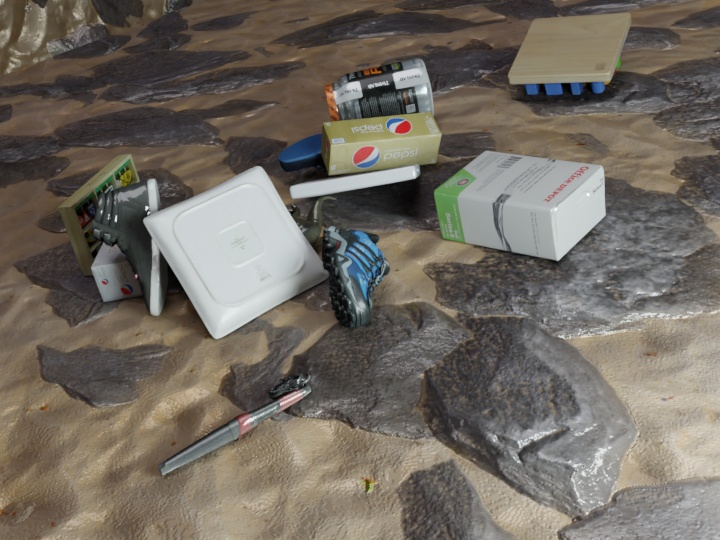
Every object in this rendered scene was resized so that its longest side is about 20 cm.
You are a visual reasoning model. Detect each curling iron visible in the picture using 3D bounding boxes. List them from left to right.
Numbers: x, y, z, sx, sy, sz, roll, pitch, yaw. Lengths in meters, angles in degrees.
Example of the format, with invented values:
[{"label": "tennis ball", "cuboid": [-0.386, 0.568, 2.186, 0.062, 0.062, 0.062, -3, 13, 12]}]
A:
[{"label": "curling iron", "cuboid": [-0.139, 0.176, 1.020, 0.199, 0.026, 0.049, -32, 13, -22]}]

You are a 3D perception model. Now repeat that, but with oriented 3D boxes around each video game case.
[{"label": "video game case", "cuboid": [-0.004, -0.147, 1.465, 0.198, 0.024, 0.182, -9, 7, 7]}]

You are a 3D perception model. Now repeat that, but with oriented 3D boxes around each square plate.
[{"label": "square plate", "cuboid": [-0.169, -0.034, 1.258, 0.199, 0.199, 0.028, -29, -10, -27]}]

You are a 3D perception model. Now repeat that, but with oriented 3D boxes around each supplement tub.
[{"label": "supplement tub", "cuboid": [0.035, -0.330, 1.736, 0.198, 0.124, 0.123, -13, 29, 0]}]

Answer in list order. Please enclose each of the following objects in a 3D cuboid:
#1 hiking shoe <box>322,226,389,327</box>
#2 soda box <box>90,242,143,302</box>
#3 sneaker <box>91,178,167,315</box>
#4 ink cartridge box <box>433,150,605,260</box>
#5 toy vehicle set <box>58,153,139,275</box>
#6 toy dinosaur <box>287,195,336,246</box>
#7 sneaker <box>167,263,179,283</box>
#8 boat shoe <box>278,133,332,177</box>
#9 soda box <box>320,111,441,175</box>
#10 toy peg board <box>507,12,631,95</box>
[{"label": "hiking shoe", "cuboid": [0.000, 0.000, 1.205, 0.086, 0.075, 0.201, -3, 36, -8]}, {"label": "soda box", "cuboid": [-0.367, -0.032, 1.433, 0.067, 0.064, 0.201, -10, 29, 4]}, {"label": "sneaker", "cuboid": [-0.336, -0.030, 1.306, 0.098, 0.202, 0.071, -6, -9, -6]}, {"label": "ink cartridge box", "cuboid": [0.229, -0.097, 1.287, 0.199, 0.085, 0.145, 14, 39, 40]}, {"label": "toy vehicle set", "cuboid": [-0.423, -0.097, 1.505, 0.026, 0.125, 0.200, -2, 31, 19]}, {"label": "toy dinosaur", "cuboid": [-0.110, -0.048, 1.371, 0.199, 0.078, 0.102, -23, 43, -27]}, {"label": "sneaker", "cuboid": [-0.263, -0.014, 1.347, 0.075, 0.080, 0.199, 19, -12, -31]}, {"label": "boat shoe", "cuboid": [-0.046, -0.206, 1.612, 0.198, 0.069, 0.084, -15, 37, -3]}, {"label": "soda box", "cuboid": [0.035, -0.219, 1.545, 0.198, 0.068, 0.064, -7, 48, -13]}, {"label": "toy peg board", "cuboid": [0.418, -0.404, 1.768, 0.198, 0.098, 0.200, 4, 49, 29]}]
